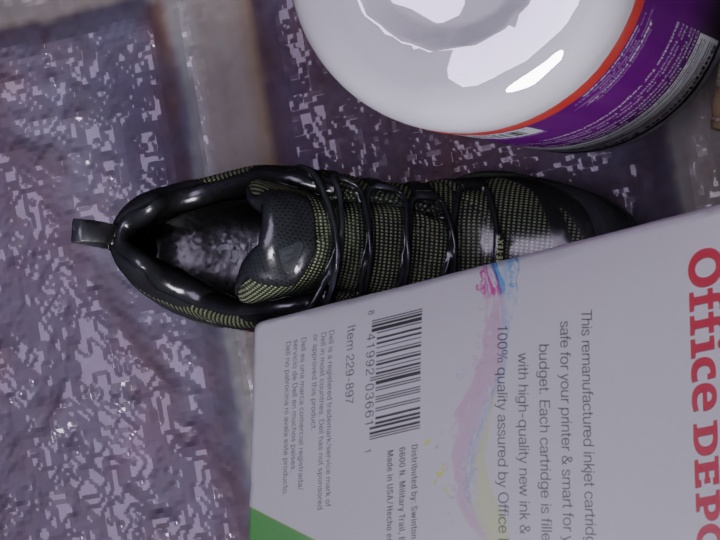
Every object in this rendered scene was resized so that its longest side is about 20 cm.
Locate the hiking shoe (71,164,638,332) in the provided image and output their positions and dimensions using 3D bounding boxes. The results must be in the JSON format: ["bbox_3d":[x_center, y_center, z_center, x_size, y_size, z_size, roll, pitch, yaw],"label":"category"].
[{"bbox_3d":[0.000,0.000,0.989,0.200,0.101,0.076,0,90,20],"label":"hiking shoe"}]

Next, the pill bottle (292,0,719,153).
[{"bbox_3d":[0.059,-0.097,0.915,0.112,0.200,0.113,0,90,19],"label":"pill bottle"}]

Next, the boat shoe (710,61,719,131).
[{"bbox_3d":[0.200,-0.006,0.928,0.200,0.074,0.069,28,99,12],"label":"boat shoe"}]

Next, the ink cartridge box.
[{"bbox_3d":[0.066,0.074,0.907,0.200,0.087,0.145,-16,61,33],"label":"ink cartridge box"}]
